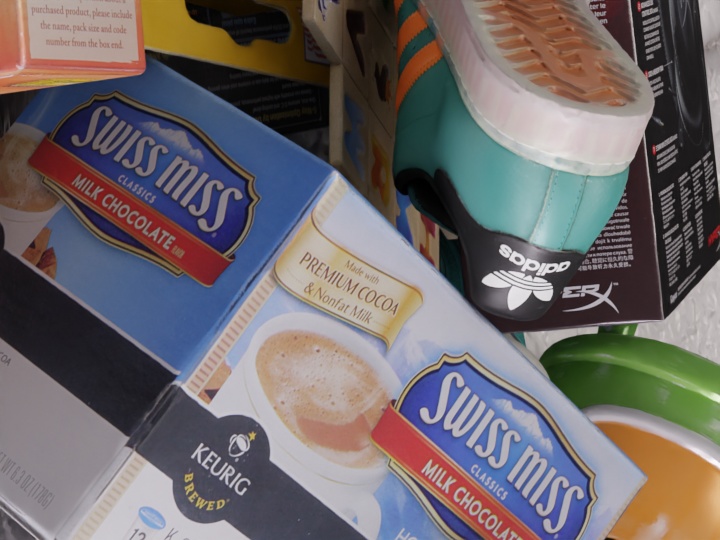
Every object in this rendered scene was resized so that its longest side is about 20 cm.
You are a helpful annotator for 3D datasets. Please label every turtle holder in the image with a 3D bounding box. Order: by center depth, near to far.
[{"bbox_3d":[0.110,0.101,1.126,0.141,0.185,0.132,32,71,-11],"label":"turtle holder"}]

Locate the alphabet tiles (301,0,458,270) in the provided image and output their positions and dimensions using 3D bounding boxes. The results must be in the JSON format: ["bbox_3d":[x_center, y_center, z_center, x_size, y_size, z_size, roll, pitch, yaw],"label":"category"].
[{"bbox_3d":[0.010,-0.089,0.928,0.200,0.006,0.167,52,36,-67],"label":"alphabet tiles"}]

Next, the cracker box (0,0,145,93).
[{"bbox_3d":[-0.133,-0.146,0.772,0.058,0.133,0.201,-5,90,-56],"label":"cracker box"}]

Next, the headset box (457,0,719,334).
[{"bbox_3d":[0.078,-0.089,1.027,0.149,0.077,0.201,-34,117,-72],"label":"headset box"}]

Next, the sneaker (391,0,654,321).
[{"bbox_3d":[0.037,-0.055,0.872,0.200,0.071,0.080,-101,-152,-64],"label":"sneaker"}]

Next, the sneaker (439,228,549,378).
[{"bbox_3d":[0.000,0.000,1.028,0.200,0.077,0.080,37,37,-54],"label":"sneaker"}]

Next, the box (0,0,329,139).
[{"bbox_3d":[-0.052,-0.122,0.965,0.200,0.050,0.159,-16,100,-56],"label":"box"}]

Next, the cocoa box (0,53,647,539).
[{"bbox_3d":[-0.032,0.045,0.865,0.131,0.133,0.200,-52,135,-5],"label":"cocoa box"}]

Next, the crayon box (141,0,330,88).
[{"bbox_3d":[-0.059,-0.157,0.870,0.125,0.051,0.201,8,78,-55],"label":"crayon box"}]
